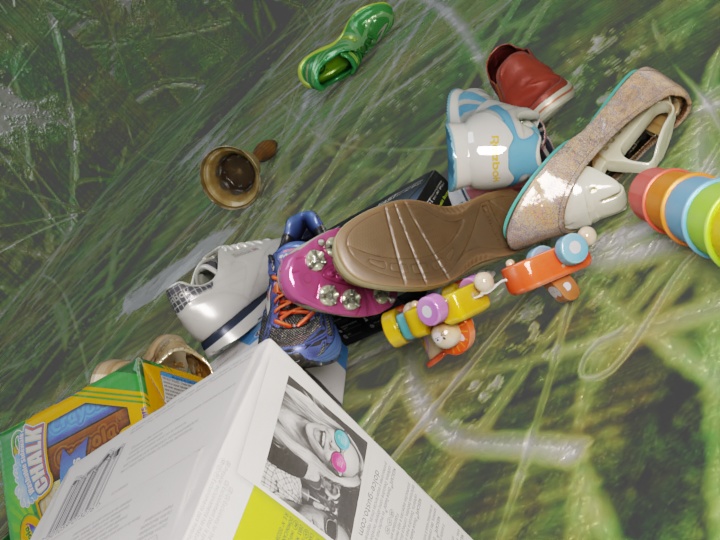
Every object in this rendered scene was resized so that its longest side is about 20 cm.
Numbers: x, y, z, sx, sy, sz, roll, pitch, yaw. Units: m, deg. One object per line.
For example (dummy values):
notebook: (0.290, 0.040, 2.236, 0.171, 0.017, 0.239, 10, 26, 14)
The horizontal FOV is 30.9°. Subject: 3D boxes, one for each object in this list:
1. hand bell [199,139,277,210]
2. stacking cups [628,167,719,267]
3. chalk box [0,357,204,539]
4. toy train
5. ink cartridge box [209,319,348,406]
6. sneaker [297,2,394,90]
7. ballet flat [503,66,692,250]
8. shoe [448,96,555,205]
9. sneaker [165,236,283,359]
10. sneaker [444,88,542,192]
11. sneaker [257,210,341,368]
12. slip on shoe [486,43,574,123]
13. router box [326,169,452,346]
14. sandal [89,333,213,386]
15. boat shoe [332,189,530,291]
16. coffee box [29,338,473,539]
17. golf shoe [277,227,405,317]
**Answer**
hand bell: (-0.176, -0.178, 2.127, 0.104, 0.104, 0.200, -36, 6, 26)
stacking cups: (0.233, -0.038, 0.856, 0.060, 0.061, 0.200, -43, 13, 4)
chalk box: (-0.198, 0.173, 1.023, 0.199, 0.125, 0.125, -26, 63, 23)
toy train: (0.100, 0.028, 1.020, 0.149, 0.056, 0.200, -22, -2, -21)
ink cartridge box: (-0.093, 0.134, 1.156, 0.145, 0.084, 0.200, -39, 18, 18)
sneaker: (-0.013, -0.371, 2.210, 0.200, 0.074, 0.084, -42, 42, -1)
ballet flat: (0.194, -0.084, 1.032, 0.067, 0.068, 0.200, 31, 72, 32)
shoe: (0.139, -0.125, 1.252, 0.091, 0.071, 0.201, -34, 25, 28)
sneaker: (-0.109, 0.002, 1.267, 0.076, 0.081, 0.200, -40, 4, 36)
sneaker: (0.113, -0.110, 1.113, 0.080, 0.077, 0.200, -3, 19, 4)
sneaker: (-0.056, 0.018, 1.117, 0.075, 0.079, 0.201, -10, 30, 6)
slip on shoe: (0.169, -0.192, 1.348, 0.074, 0.061, 0.200, -40, 19, 10)
router box: (0.003, 0.000, 1.281, 0.199, 0.062, 0.150, -26, 24, 47)
sandal: (-0.163, 0.101, 1.147, 0.069, 0.078, 0.212, 3, 3, 13)
boat shoe: (0.053, -0.016, 1.031, 0.199, 0.072, 0.064, -9, -14, -37)
coffee box: (-0.078, 0.207, 0.754, 0.199, 0.198, 0.201, -33, 22, 32)
golf shoe: (0.000, 0.000, 1.089, 0.199, 0.076, 0.091, -11, -1, -42)
